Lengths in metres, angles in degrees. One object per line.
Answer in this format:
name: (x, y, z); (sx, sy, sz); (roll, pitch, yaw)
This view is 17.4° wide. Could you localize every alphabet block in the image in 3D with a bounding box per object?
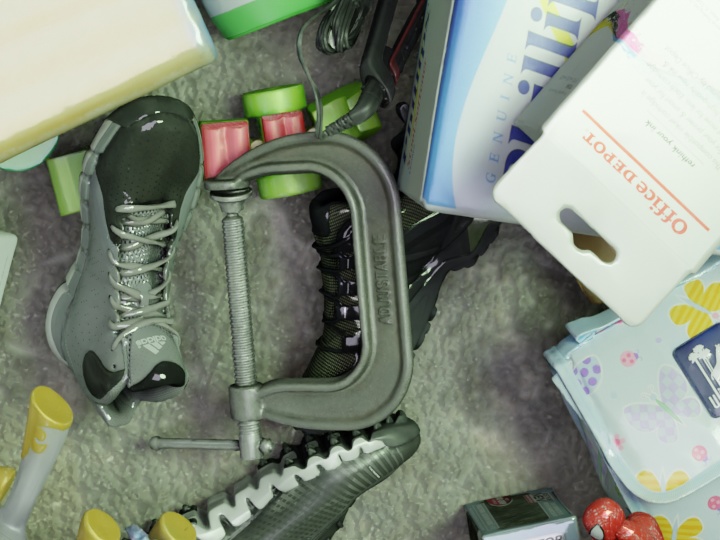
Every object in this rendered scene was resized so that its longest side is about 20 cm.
alphabet block: (-0.206, -0.157, 1.266); (0.199, 0.196, 0.196); (-24, 95, -3)

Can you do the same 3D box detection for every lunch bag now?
lunch bag: (0.217, 0.090, 1.389); (0.169, 0.127, 0.201); (-28, 113, -3)

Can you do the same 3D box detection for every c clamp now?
c clamp: (-0.050, 0.017, 1.364); (0.170, 0.027, 0.201); (5, 101, 23)

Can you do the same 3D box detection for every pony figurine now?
pony figurine: (-0.186, 0.189, 1.349); (0.193, 0.167, 0.200); (44, 123, -5)

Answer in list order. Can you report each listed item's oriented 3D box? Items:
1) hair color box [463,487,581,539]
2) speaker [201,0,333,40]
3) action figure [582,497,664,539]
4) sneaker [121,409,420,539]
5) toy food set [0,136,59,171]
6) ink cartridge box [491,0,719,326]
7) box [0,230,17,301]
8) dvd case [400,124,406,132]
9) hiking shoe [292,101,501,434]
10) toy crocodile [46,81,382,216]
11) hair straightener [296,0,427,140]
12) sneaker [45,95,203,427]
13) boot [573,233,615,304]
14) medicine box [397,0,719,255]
hair color box: (0.113, 0.241, 1.424); (0.060, 0.099, 0.201); (-11, 96, -3)
speaker: (-0.080, -0.240, 1.373); (0.088, 0.088, 0.201); (-21, 96, -3)
action figure: (0.156, 0.212, 1.343); (0.099, 0.065, 0.200); (-25, 119, 11)
sneaker: (-0.043, 0.158, 1.423); (0.199, 0.066, 0.091); (-29, 99, 2)
toy food set: (-0.249, -0.150, 1.385); (0.197, 0.049, 0.201); (3, 94, -5)
ink cartridge box: (0.165, -0.082, 1.238); (0.116, 0.067, 0.200); (42, 89, -12)
box: (-0.291, 0.036, 1.311); (0.106, 0.200, 0.153); (16, 92, 14)
dvd case: (0.143, -0.103, 1.439); (0.199, 0.016, 0.149); (25, 93, -6)
hiking shoe: (0.000, 0.000, 1.400); (0.100, 0.076, 0.200); (34, 92, -14)
toy crocodile: (-0.086, -0.071, 1.399); (0.199, 0.062, 0.068); (-10, 96, -4)
hair straightener: (0.006, -0.160, 1.366); (0.077, 0.041, 0.201); (30, 62, -8)
sneaker: (-0.118, 0.007, 1.339); (0.075, 0.116, 0.201); (-3, 132, -27)
boot: (0.168, -0.108, 1.405); (0.175, 0.066, 0.201); (-28, 98, 3)
medicine box: (0.135, -0.114, 1.315); (0.199, 0.103, 0.183); (8, 98, -10)
